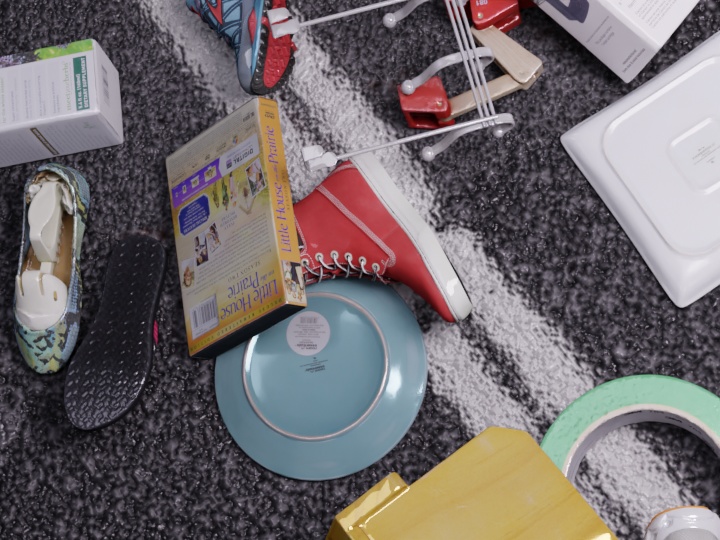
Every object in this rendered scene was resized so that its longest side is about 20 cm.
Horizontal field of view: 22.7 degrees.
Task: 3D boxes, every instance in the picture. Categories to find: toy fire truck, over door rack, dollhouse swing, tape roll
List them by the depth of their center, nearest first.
[{"bbox_3d":[0.093,0.264,1.502,0.175,0.182,0.200,-29,66,-30],"label":"dollhouse swing"},{"bbox_3d":[0.243,0.191,1.513,0.199,0.048,0.202,-3,73,11],"label":"tape roll"},{"bbox_3d":[0.022,-0.171,1.600,0.198,0.067,0.149,-11,72,-15],"label":"over door rack"},{"bbox_3d":[0.130,-0.214,1.662,0.198,0.049,0.142,-9,72,9],"label":"toy fire truck"}]

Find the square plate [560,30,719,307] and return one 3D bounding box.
[{"bbox_3d":[0.311,-0.100,1.598,0.199,0.028,0.199,-33,69,1],"label":"square plate"}]

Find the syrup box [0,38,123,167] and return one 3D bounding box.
[{"bbox_3d":[-0.335,-0.154,1.728,0.198,0.081,0.079,-10,70,8],"label":"syrup box"}]

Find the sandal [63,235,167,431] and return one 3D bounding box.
[{"bbox_3d":[-0.218,0.063,1.662,0.074,0.045,0.201,8,61,9],"label":"sandal"}]

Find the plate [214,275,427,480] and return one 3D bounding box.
[{"bbox_3d":[-0.039,0.088,1.618,0.198,0.026,0.202,-4,73,12],"label":"plate"}]

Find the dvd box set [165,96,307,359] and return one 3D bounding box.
[{"bbox_3d":[-0.115,-0.037,1.629,0.146,0.029,0.202,-30,62,43],"label":"dvd box set"}]

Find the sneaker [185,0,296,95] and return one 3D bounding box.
[{"bbox_3d":[-0.118,-0.249,1.723,0.095,0.079,0.201,-14,62,18],"label":"sneaker"}]

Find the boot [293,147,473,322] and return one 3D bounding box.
[{"bbox_3d":[0.000,0.000,1.604,0.144,0.073,0.200,-35,57,-5],"label":"boot"}]

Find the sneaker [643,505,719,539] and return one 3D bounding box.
[{"bbox_3d":[0.243,0.285,1.409,0.075,0.201,0.092,2,35,0],"label":"sneaker"}]

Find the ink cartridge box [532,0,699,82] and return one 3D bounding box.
[{"bbox_3d":[0.216,-0.293,1.602,0.200,0.084,0.145,41,69,1],"label":"ink cartridge box"}]

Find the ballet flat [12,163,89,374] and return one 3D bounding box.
[{"bbox_3d":[-0.297,-0.006,1.681,0.074,0.074,0.202,-3,73,11],"label":"ballet flat"}]
